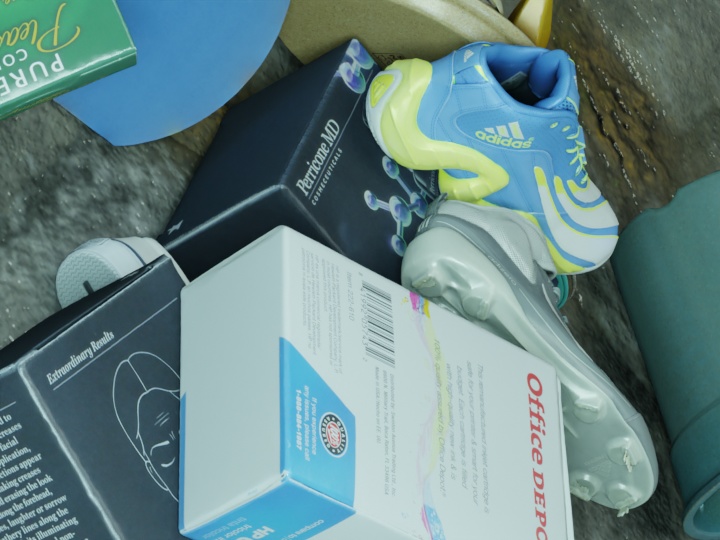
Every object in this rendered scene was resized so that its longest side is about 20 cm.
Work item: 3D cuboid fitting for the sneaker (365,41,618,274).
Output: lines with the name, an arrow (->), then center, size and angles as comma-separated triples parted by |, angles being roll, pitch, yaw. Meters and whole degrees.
sneaker -> 0.100, -0.064, 1.677 | 0.200, 0.105, 0.076 | 29, 50, -38

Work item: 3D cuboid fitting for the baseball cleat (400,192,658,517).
baseball cleat -> 0.104, 0.038, 1.650 | 0.200, 0.070, 0.107 | 50, 37, -21

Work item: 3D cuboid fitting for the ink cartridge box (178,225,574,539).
ink cartridge box -> 0.009, 0.088, 1.494 | 0.199, 0.084, 0.145 | 27, 47, -35

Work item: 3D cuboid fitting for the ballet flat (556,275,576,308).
ballet flat -> 0.067, -0.051, 1.881 | 0.200, 0.068, 0.067 | 42, 32, -31

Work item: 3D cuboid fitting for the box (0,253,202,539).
box -> -0.116, 0.121, 1.484 | 0.201, 0.107, 0.148 | 60, 34, -5

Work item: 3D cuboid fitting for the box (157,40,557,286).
box -> 0.000, 0.000, 1.706 | 0.200, 0.107, 0.149 | 48, 37, -20

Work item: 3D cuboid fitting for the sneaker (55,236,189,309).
sneaker -> -0.086, 0.068, 1.590 | 0.071, 0.073, 0.201 | -22, 86, -53

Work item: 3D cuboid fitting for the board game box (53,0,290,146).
board game box -> -0.136, -0.168, 1.655 | 0.200, 0.158, 0.039 | 37, 2, -30

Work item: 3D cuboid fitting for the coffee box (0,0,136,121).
coffee box -> -0.208, -0.176, 1.556 | 0.044, 0.122, 0.201 | 121, -56, -82

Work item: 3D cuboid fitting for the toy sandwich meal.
toy sandwich meal -> 0.033, -0.147, 1.741 | 0.205, 0.205, 0.071 | 37, 67, -33

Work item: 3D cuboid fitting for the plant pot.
plant pot -> 0.268, 0.045, 1.985 | 0.200, 0.200, 0.197 | 6, 56, -51
